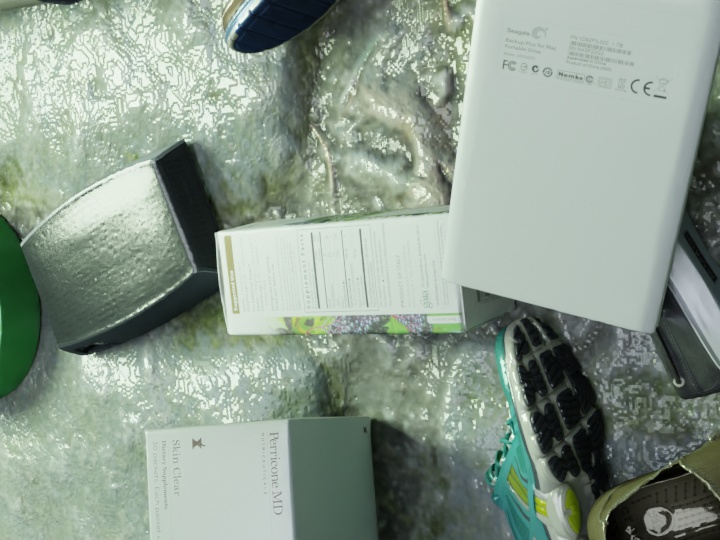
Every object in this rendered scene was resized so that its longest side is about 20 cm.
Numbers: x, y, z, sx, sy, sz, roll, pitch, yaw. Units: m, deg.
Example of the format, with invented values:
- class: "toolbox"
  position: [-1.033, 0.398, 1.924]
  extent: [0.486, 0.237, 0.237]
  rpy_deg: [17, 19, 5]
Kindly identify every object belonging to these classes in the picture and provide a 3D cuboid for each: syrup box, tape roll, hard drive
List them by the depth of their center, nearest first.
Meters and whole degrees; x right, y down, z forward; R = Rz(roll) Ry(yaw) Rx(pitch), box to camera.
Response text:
- class: "hard drive"
  position: [0.121, -0.072, 0.624]
  extent: [0.131, 0.026, 0.201]
  rpy_deg: [15, 118, 18]
- class: "syrup box"
  position: [0.000, 0.000, 0.788]
  extent: [0.199, 0.079, 0.082]
  rpy_deg: [-4, 96, 33]
- class: "hard drive"
  position: [-0.204, -0.013, 0.938]
  extent: [0.200, 0.042, 0.135]
  rpy_deg: [-26, 83, 33]
- class: "tape roll"
  position: [-0.392, 0.032, 1.064]
  extent: [0.200, 0.048, 0.201]
  rpy_deg: [5, 99, 32]

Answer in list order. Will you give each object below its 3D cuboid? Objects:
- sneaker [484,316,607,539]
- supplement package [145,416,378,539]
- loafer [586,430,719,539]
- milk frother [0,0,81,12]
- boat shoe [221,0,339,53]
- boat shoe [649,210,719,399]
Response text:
- class: "sneaker"
  position: [0.115, 0.132, 0.740]
  extent: [0.079, 0.077, 0.201]
  rpy_deg: [-9, 92, 42]
- class: "supplement package"
  position: [-0.060, 0.206, 0.779]
  extent: [0.110, 0.156, 0.201]
  rpy_deg: [-8, 81, 20]
- class: "loafer"
  position: [0.224, 0.130, 0.653]
  extent: [0.200, 0.067, 0.076]
  rpy_deg: [-33, 80, 17]
- class: "milk frother"
  position: [-0.343, -0.298, 0.893]
  extent: [0.187, 0.200, 0.181]
  rpy_deg: [-1, 93, 32]
- class: "boat shoe"
  position: [-0.033, -0.240, 0.785]
  extent: [0.200, 0.072, 0.073]
  rpy_deg: [-42, 70, 20]
- class: "boat shoe"
  position: [0.172, -0.011, 0.687]
  extent: [0.066, 0.070, 0.200]
  rpy_deg: [-34, 87, 30]
